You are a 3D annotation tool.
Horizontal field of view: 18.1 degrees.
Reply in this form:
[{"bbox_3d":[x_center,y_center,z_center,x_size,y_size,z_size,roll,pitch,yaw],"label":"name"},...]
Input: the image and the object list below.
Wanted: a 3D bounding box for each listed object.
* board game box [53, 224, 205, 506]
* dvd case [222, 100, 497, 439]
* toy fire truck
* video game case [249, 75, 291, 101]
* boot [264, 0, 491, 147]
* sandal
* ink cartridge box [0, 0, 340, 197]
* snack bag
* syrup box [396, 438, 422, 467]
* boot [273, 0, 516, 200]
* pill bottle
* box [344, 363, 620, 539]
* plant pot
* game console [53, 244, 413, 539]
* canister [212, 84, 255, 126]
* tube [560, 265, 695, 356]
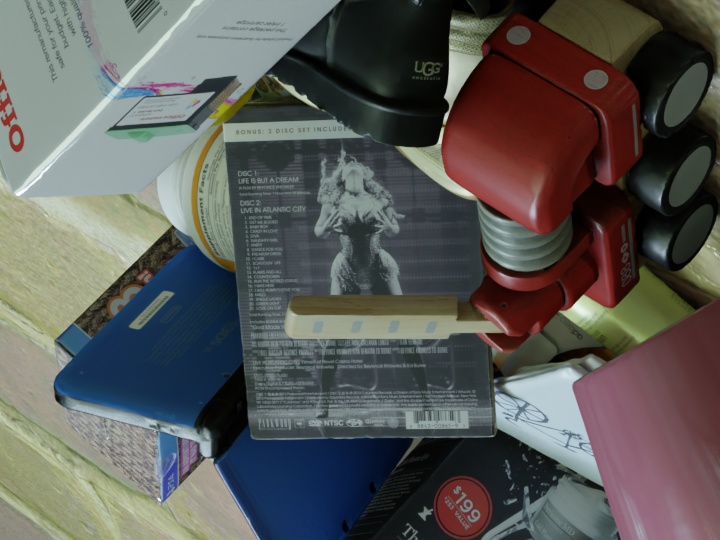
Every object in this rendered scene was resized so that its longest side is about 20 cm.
[{"bbox_3d":[-0.109,0.042,1.594,0.097,0.200,0.160,40,159,13],"label":"board game box"},{"bbox_3d":[0.000,0.000,1.305,0.148,0.016,0.202,-1,105,11],"label":"dvd case"},{"bbox_3d":[0.065,-0.029,1.112,0.128,0.200,0.176,33,157,27],"label":"toy fire truck"},{"bbox_3d":[-0.104,-0.164,1.453,0.143,0.018,0.200,51,160,-13],"label":"video game case"},{"bbox_3d":[-0.002,-0.164,1.068,0.198,0.073,0.163,35,117,45],"label":"boot"},{"bbox_3d":[0.125,0.058,1.368,0.206,0.059,0.079,39,159,18],"label":"sandal"},{"bbox_3d":[-0.107,-0.145,1.069,0.200,0.084,0.146,-39,65,40],"label":"ink cartridge box"},{"bbox_3d":[0.162,0.104,1.335,0.188,0.022,0.200,29,164,-14],"label":"snack bag"},{"bbox_3d":[0.003,0.150,1.596,0.082,0.079,0.200,50,-159,0],"label":"syrup box"},{"bbox_3d":[0.008,-0.140,1.201,0.200,0.073,0.156,39,157,26],"label":"boot"},{"bbox_3d":[-0.043,-0.046,1.420,0.199,0.111,0.111,15,145,53],"label":"pill bottle"},{"bbox_3d":[0.112,0.185,1.465,0.200,0.182,0.104,47,159,-7],"label":"box"},{"bbox_3d":[0.204,0.104,1.141,0.180,0.199,0.200,60,161,5],"label":"plant pot"},{"bbox_3d":[-0.075,0.088,1.436,0.170,0.200,0.119,12,121,20],"label":"game console"},{"bbox_3d":[-0.114,-0.189,1.201,0.148,0.087,0.201,22,132,16],"label":"canister"},{"bbox_3d":[0.192,0.057,1.258,0.200,0.058,0.052,39,118,0],"label":"tube"}]
